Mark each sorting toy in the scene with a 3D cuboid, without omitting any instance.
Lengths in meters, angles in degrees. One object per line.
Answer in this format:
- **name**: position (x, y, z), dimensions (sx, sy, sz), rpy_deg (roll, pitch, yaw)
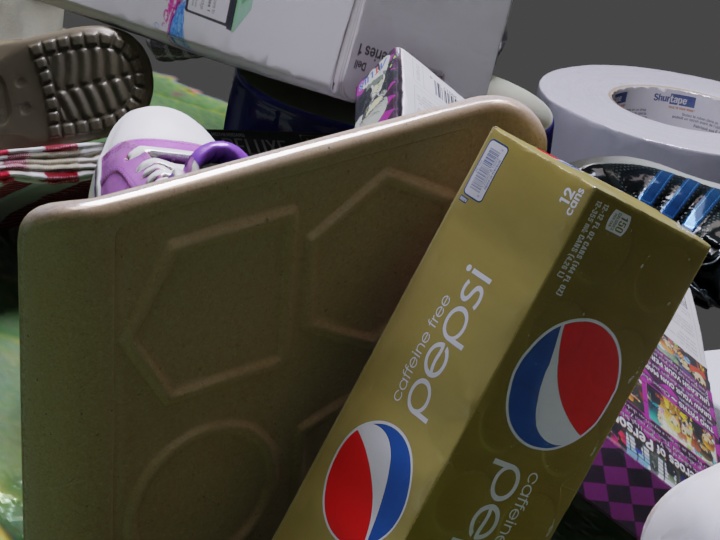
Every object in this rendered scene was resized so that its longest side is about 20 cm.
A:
- **sorting toy**: position (-0.030, 0.034, 0.791), dimensions (0.199, 0.186, 0.036), rpy_deg (-14, 35, -27)

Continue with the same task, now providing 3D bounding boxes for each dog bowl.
- **dog bowl**: position (0.015, -0.072, 1.314), dimensions (0.198, 0.079, 0.200), rpy_deg (8, 19, -3)

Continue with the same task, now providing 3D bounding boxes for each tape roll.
- **tape roll**: position (0.209, -0.077, 1.438), dimensions (0.198, 0.067, 0.200), rpy_deg (8, 19, -3)

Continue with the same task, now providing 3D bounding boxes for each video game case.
- **video game case**: position (0.077, 0.013, 0.959), dimensions (0.200, 0.036, 0.182), rpy_deg (37, 28, -23)

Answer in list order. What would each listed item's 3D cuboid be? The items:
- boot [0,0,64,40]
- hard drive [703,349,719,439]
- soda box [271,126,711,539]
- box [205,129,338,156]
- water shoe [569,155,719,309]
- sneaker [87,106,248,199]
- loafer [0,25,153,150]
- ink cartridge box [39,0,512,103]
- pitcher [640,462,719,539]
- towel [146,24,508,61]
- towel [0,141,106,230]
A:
- **boot**: position (-0.234, -0.109, 1.181), dimensions (0.072, 0.156, 0.199), rpy_deg (24, 27, 32)
- **hard drive**: position (0.250, 0.088, 1.057), dimensions (0.131, 0.026, 0.200), rpy_deg (-3, 24, -33)
- **soda box**: position (0.038, 0.057, 0.772), dimensions (0.067, 0.201, 0.064), rpy_deg (23, 9, -40)
- **box**: position (0.000, 0.000, 1.060), dimensions (0.198, 0.050, 0.158), rpy_deg (0, 43, -21)
- **water shoe**: position (0.185, -0.018, 1.256), dimensions (0.198, 0.072, 0.079), rpy_deg (4, 22, -15)
- **sneaker**: position (-0.062, -0.025, 0.879), dimensions (0.072, 0.115, 0.201), rpy_deg (1, 42, -17)
- **loafer**: position (-0.199, -0.082, 1.108), dimensions (0.198, 0.077, 0.067), rpy_deg (-3, -1, 5)
- **ink cartridge box**: position (-0.043, -0.142, 1.107), dimensions (0.199, 0.085, 0.144), rpy_deg (21, 6, 31)
- **pitcher**: position (0.157, 0.131, 0.791), dimensions (0.170, 0.122, 0.200), rpy_deg (-16, 14, -11)
- **towel**: position (-0.018, -0.158, 1.300), dimensions (0.165, 0.086, 0.200), rpy_deg (20, 20, 23)
- **towel**: position (-0.181, -0.037, 1.115), dimensions (0.199, 0.023, 0.144), rpy_deg (-10, -6, -44)
